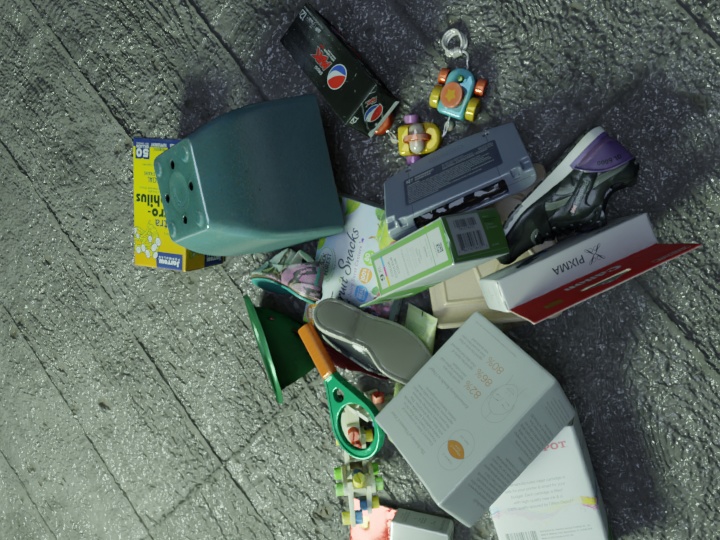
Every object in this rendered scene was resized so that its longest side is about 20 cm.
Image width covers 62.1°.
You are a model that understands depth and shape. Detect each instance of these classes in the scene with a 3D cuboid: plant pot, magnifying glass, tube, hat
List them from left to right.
[{"bbox_3d":[-0.171,-0.120,0.844,0.193,0.197,0.202,-10,94,46],"label":"plant pot"},{"bbox_3d":[-0.073,0.107,0.953,0.172,0.166,0.205,-19,84,-14],"label":"hat"},{"bbox_3d":[-0.031,0.166,0.836,0.079,0.022,0.203,-40,74,31],"label":"magnifying glass"},{"bbox_3d":[0.079,0.158,0.889,0.057,0.052,0.206,10,101,19],"label":"tube"}]

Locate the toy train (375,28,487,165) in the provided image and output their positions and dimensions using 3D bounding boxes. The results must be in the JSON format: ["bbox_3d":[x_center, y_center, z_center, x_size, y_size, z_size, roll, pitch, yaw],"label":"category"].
[{"bbox_3d":[0.076,-0.238,0.834,0.198,0.055,0.153,-31,85,24],"label":"toy train"}]

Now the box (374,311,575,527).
[{"bbox_3d":[0.145,0.187,0.768,0.200,0.106,0.152,-45,44,-1],"label":"box"}]

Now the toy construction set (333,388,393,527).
[{"bbox_3d":[-0.002,0.258,0.891,0.089,0.132,0.205,8,109,-8],"label":"toy construction set"}]

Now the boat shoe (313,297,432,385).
[{"bbox_3d":[0.020,0.109,0.862,0.197,0.063,0.073,29,66,11],"label":"boat shoe"}]

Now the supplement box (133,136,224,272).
[{"bbox_3d":[-0.295,-0.110,0.980,0.106,0.109,0.206,6,100,22],"label":"supplement box"}]

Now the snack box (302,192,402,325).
[{"bbox_3d":[0.000,0.000,0.900,0.139,0.053,0.205,18,105,21],"label":"snack box"}]

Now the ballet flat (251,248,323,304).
[{"bbox_3d":[-0.106,0.003,0.914,0.198,0.068,0.073,8,74,59],"label":"ballet flat"}]

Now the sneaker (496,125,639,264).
[{"bbox_3d":[0.249,-0.071,0.728,0.088,0.075,0.201,47,108,21],"label":"sneaker"}]

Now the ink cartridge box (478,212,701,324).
[{"bbox_3d":[0.250,-0.007,0.691,0.196,0.176,0.046,-24,92,-2],"label":"ink cartridge box"}]

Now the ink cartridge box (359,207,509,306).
[{"bbox_3d":[0.083,-0.013,0.776,0.199,0.102,0.061,-29,76,52],"label":"ink cartridge box"}]

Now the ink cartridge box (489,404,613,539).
[{"bbox_3d":[0.250,0.304,0.818,0.142,0.087,0.205,-18,92,23],"label":"ink cartridge box"}]

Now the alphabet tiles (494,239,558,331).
[{"bbox_3d":[0.194,-0.020,0.841,0.163,0.006,0.205,-22,88,24],"label":"alphabet tiles"}]

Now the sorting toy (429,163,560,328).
[{"bbox_3d":[0.176,-0.030,0.828,0.180,0.036,0.206,-8,90,23],"label":"sorting toy"}]

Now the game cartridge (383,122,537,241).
[{"bbox_3d":[0.124,-0.121,0.790,0.196,0.135,0.042,-22,121,17],"label":"game cartridge"}]

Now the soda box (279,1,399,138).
[{"bbox_3d":[-0.032,-0.281,0.838,0.071,0.063,0.202,-46,60,21],"label":"soda box"}]

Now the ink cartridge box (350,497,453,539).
[{"bbox_3d":[0.054,0.478,0.940,0.171,0.045,0.206,5,99,21],"label":"ink cartridge box"}]
